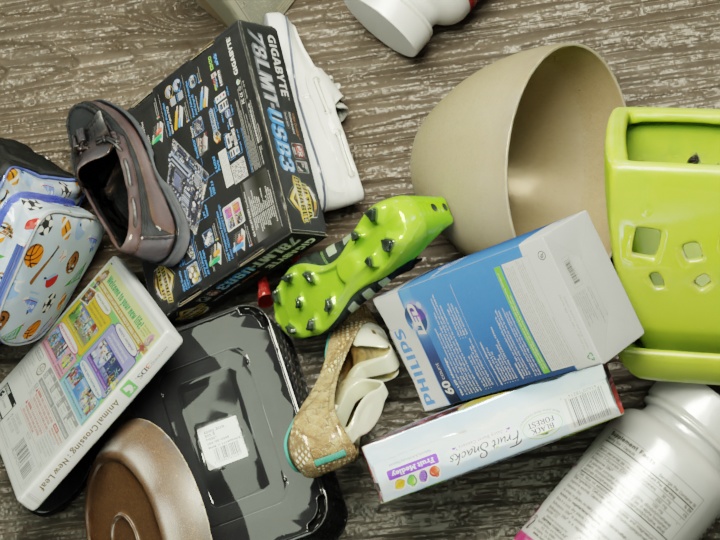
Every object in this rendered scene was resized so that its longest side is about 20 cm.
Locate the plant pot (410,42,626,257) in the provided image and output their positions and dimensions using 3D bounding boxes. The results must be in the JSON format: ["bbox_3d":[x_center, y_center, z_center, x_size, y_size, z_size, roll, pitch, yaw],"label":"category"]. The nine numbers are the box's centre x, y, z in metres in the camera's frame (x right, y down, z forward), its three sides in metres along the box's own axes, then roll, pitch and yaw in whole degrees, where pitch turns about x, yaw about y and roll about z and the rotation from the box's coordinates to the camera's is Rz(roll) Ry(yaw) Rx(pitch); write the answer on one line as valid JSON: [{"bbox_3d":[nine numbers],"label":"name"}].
[{"bbox_3d":[0.120,-0.087,1.224,0.134,0.200,0.202,5,75,38],"label":"plant pot"}]

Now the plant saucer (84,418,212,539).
[{"bbox_3d":[-0.179,0.222,1.194,0.032,0.200,0.201,-8,69,-34],"label":"plant saucer"}]

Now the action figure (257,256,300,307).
[{"bbox_3d":[-0.095,-0.066,1.318,0.065,0.052,0.201,-18,70,0],"label":"action figure"}]

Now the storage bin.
[{"bbox_3d":[-0.106,0.146,1.242,0.134,0.094,0.201,-21,72,4],"label":"storage bin"}]

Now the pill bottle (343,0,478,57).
[{"bbox_3d":[0.077,-0.295,1.311,0.112,0.112,0.200,36,84,17],"label":"pill bottle"}]

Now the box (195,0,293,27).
[{"bbox_3d":[-0.117,-0.288,1.299,0.078,0.200,0.095,37,85,17],"label":"box"}]

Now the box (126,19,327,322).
[{"bbox_3d":[-0.128,-0.082,1.275,0.198,0.049,0.201,-32,66,41],"label":"box"}]

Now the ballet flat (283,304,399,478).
[{"bbox_3d":[-0.002,0.093,1.206,0.065,0.071,0.201,-11,35,26],"label":"ballet flat"}]

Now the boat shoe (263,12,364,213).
[{"bbox_3d":[-0.044,-0.143,1.324,0.065,0.074,0.201,-9,73,-14],"label":"boat shoe"}]

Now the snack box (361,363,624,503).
[{"bbox_3d":[0.107,0.126,1.180,0.199,0.142,0.053,-21,83,4],"label":"snack box"}]

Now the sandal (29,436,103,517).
[{"bbox_3d":[-0.253,0.119,1.301,0.076,0.043,0.201,23,81,15],"label":"sandal"}]

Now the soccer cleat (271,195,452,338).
[{"bbox_3d":[0.000,0.000,1.203,0.200,0.081,0.068,-38,71,45],"label":"soccer cleat"}]

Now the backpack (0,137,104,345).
[{"bbox_3d":[-0.329,-0.013,1.285,0.154,0.200,0.191,36,97,18],"label":"backpack"}]

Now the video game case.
[{"bbox_3d":[-0.240,0.089,1.246,0.182,0.022,0.200,-49,28,-1],"label":"video game case"}]

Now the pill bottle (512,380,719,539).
[{"bbox_3d":[0.219,0.183,1.162,0.113,0.113,0.200,40,85,17],"label":"pill bottle"}]

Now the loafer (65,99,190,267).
[{"bbox_3d":[-0.217,-0.084,1.288,0.200,0.063,0.072,54,123,32],"label":"loafer"}]

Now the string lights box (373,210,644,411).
[{"bbox_3d":[0.107,0.035,1.122,0.059,0.200,0.103,-29,95,-40],"label":"string lights box"}]

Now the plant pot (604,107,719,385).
[{"bbox_3d":[0.288,-0.018,1.147,0.198,0.200,0.183,3,110,10],"label":"plant pot"}]
